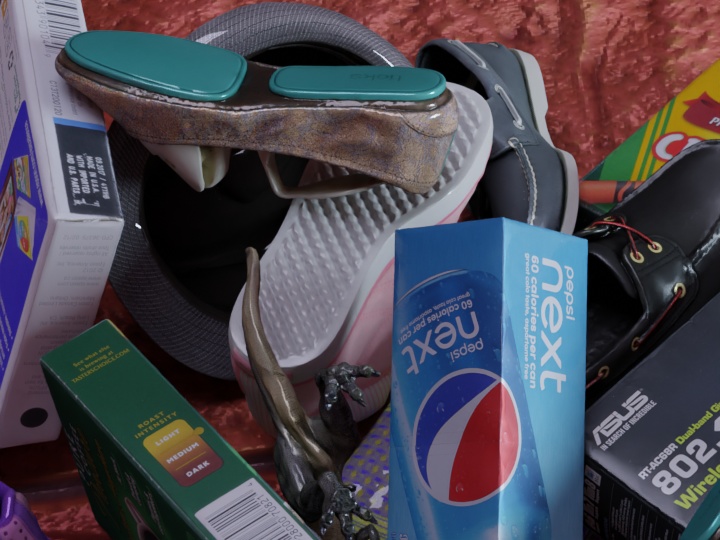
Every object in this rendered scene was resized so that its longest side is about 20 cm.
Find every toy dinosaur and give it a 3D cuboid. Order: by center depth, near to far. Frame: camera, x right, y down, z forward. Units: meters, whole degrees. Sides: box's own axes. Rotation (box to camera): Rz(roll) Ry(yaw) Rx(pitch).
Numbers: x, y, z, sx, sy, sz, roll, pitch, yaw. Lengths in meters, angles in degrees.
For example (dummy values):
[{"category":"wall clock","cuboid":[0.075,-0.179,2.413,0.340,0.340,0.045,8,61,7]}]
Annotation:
[{"category":"toy dinosaur","cuboid":[-0.018,0.083,1.352,0.047,0.200,0.088,-16,-1,-19]}]

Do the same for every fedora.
[{"category":"fedora","cuboid":[-0.058,-0.045,1.543,0.200,0.177,0.090,-49,21,-12]}]

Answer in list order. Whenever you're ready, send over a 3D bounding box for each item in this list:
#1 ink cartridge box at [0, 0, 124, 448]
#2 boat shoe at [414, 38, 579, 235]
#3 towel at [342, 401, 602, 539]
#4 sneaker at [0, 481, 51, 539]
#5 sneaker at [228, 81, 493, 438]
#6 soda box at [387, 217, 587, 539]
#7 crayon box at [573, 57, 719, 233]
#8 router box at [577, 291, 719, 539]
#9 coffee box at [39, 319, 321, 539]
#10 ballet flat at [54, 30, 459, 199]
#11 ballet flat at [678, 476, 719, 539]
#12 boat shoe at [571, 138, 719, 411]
[{"category":"ink cartridge box","cuboid":[-0.173,-0.015,1.511,0.043,0.200,0.198,7,40,-21]},{"category":"boat shoe","cuboid":[0.065,-0.056,1.550,0.062,0.073,0.200,19,32,-20]},{"category":"towel","cuboid":[0.064,0.094,1.443,0.143,0.023,0.200,20,52,29]},{"category":"sneaker","cuboid":[-0.222,0.116,1.441,0.200,0.089,0.081,18,52,30]},{"category":"sneaker","cuboid":[0.000,0.000,1.488,0.075,0.105,0.200,24,59,19]},{"category":"soda box","cuboid":[0.057,0.081,1.335,0.064,0.068,0.200,-7,77,38]},{"category":"crayon box","cuboid":[0.218,-0.056,1.542,0.127,0.051,0.200,28,56,35]},{"category":"router box","cuboid":[0.210,0.076,1.381,0.150,0.062,0.200,36,62,29]},{"category":"coffee box","cuboid":[-0.070,0.121,1.375,0.044,0.123,0.200,-32,46,-17]},{"category":"ballet flat","cuboid":[-0.053,-0.068,1.438,0.200,0.067,0.068,9,28,14]},{"category":"ballet flat","cuboid":[0.201,0.072,1.313,0.072,0.072,0.200,13,53,25]},{"category":"boat shoe","cuboid":[0.127,0.008,1.433,0.074,0.063,0.201,26,64,35]}]
